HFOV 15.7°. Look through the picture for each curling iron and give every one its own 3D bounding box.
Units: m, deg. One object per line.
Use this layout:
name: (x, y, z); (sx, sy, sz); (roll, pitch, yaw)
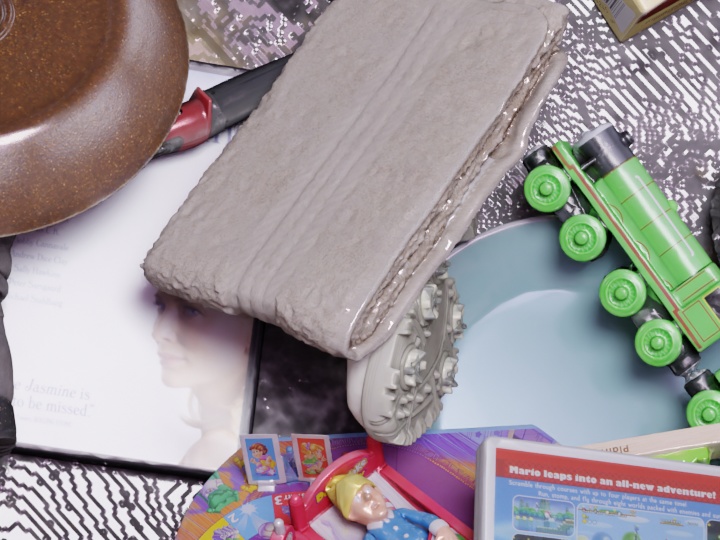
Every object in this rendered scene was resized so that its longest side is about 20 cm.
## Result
curling iron: (-0.083, -0.079, 1.226); (0.199, 0.026, 0.050); (-21, 79, -15)

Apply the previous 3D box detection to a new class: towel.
towel: (0.001, -0.053, 1.175); (0.132, 0.035, 0.200); (18, 63, 39)

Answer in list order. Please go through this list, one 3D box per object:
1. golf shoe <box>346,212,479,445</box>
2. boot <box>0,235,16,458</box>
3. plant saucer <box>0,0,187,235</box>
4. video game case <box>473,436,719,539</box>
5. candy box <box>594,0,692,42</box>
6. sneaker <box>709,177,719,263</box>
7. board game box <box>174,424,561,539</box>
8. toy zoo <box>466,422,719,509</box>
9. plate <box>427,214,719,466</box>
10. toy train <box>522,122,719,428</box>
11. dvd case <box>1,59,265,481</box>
golf shoe: (0.000, 0.000, 1.200); (0.097, 0.078, 0.200); (-2, 45, 12)
boot: (-0.251, 0.023, 1.176); (0.199, 0.070, 0.132); (-1, 72, -11)
plant saucer: (-0.179, -0.107, 1.191); (0.200, 0.037, 0.201); (2, 58, -3)
video game case: (0.115, 0.175, 1.094); (0.142, 0.017, 0.201); (8, 67, -13)
candy box: (0.130, -0.230, 1.302); (0.115, 0.055, 0.200); (-30, 85, -14)
sneaker: (0.232, 0.028, 1.259); (0.074, 0.079, 0.201); (-30, 67, 3)
board game box: (0.010, 0.119, 1.136); (0.199, 0.039, 0.158); (-3, 46, 7)
toy zoo: (0.124, 0.169, 1.149); (0.131, 0.020, 0.201); (-10, 62, 3)
plate: (0.101, 0.073, 1.244); (0.199, 0.026, 0.201); (2, 78, -9)
toy train: (0.149, 0.016, 1.224); (0.056, 0.042, 0.200); (-36, 85, 12)
dvd case: (-0.112, -0.007, 1.228); (0.142, 0.018, 0.201); (8, 76, -7)
